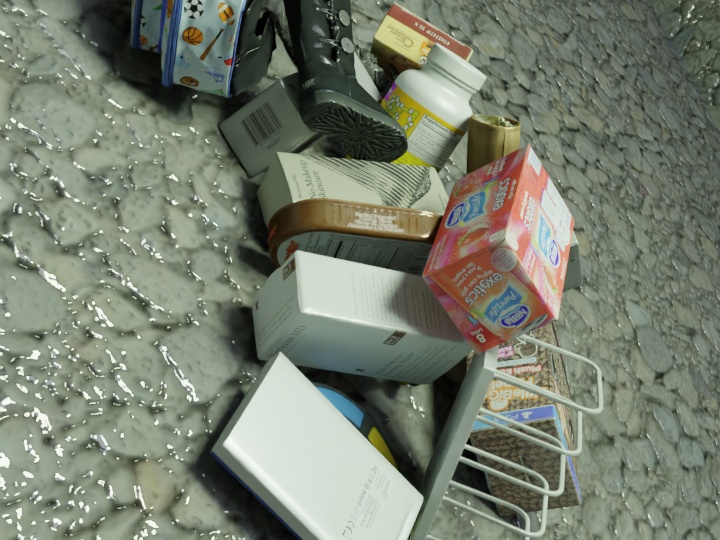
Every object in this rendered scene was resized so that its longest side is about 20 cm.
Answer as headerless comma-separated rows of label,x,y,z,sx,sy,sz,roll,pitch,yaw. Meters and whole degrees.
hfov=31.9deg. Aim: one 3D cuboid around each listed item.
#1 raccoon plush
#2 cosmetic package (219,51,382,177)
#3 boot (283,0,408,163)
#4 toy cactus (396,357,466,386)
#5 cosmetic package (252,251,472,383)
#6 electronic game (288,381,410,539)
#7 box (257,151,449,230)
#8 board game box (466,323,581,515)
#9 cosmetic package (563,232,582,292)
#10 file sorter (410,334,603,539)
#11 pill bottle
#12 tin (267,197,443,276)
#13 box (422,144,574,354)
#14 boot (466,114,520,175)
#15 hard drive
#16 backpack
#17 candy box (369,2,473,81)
raccoon plush,-0.006,-0.255,1.600,0.201,0.096,0.134,64,22,10
cosmetic package,-0.063,-0.179,1.426,0.074,0.101,0.200,58,31,-2
boot,-0.018,-0.231,1.373,0.165,0.065,0.201,30,41,-52
toy cactus,0.078,0.070,1.444,0.201,0.101,0.166,-89,156,-47
cosmetic package,0.004,0.050,1.242,0.198,0.102,0.075,9,56,-28
electronic game,-0.020,0.200,1.202,0.200,0.041,0.201,37,36,-34
box,-0.004,-0.070,1.365,0.198,0.069,0.083,2,48,-29
board game box,0.185,0.148,1.448,0.201,0.096,0.160,-87,161,-45
cosmetic package,0.222,-0.020,1.630,0.200,0.112,0.082,48,19,-69
file sorter,0.146,0.177,1.257,0.124,0.201,0.139,21,20,2
pill bottle,0.062,-0.162,1.480,0.104,0.201,0.104,32,13,-8
tin,0.003,-0.025,1.290,0.198,0.112,0.042,6,55,-12
box,0.141,-0.024,1.243,0.103,0.094,0.200,54,29,-20
boot,0.140,-0.083,1.473,0.066,0.175,0.202,-5,106,-19
hard drive,-0.034,0.186,1.140,0.200,0.025,0.132,46,38,-12
backpack,-0.156,-0.279,1.288,0.153,0.201,0.191,2,45,-6
candy box,0.071,-0.265,1.615,0.115,0.056,0.200,31,-5,0
